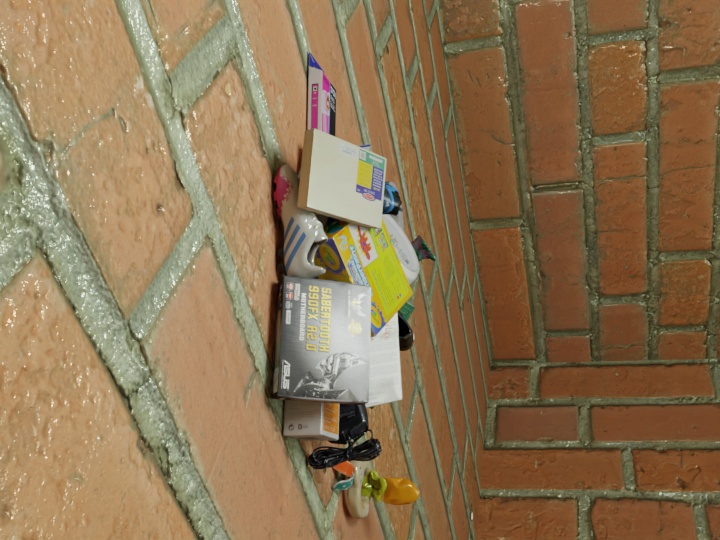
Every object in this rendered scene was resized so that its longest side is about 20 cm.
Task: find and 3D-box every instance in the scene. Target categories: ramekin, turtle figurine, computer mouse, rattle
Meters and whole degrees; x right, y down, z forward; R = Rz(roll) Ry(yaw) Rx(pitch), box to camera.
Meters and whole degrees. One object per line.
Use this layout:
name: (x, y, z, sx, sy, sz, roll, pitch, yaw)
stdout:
ramekin: (0.036, -0.036, 1.625, 0.200, 0.105, 0.201, 48, 21, -25)
turtle figurine: (0.079, 0.004, 1.829, 0.101, 0.200, 0.150, 53, 3, 9)
computer mouse: (-0.037, 0.265, 1.447, 0.053, 0.137, 0.201, 60, 18, -63)
rattle: (0.030, 0.443, 1.605, 0.131, 0.142, 0.201, -60, 154, -31)

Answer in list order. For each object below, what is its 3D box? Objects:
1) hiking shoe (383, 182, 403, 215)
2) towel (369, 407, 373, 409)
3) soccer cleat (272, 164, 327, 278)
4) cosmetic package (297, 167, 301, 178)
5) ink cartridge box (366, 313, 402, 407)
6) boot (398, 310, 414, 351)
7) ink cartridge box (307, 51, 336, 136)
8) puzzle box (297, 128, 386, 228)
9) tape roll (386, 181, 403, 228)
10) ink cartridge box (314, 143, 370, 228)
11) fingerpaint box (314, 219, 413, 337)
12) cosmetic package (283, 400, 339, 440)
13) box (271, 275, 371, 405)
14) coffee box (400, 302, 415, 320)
hiking shoe: (0.035, -0.150, 1.574, 0.200, 0.086, 0.075, -93, -153, -70)
towel: (0.051, 0.268, 1.738, 0.018, 0.086, 0.200, 48, -2, 4)
soccer cleat: (-0.098, -0.082, 1.331, 0.070, 0.086, 0.202, 3, 82, -74)
cosmetic package: (-0.054, -0.190, 1.526, 0.083, 0.050, 0.200, -64, 163, 3)
ink cartridge box: (0.003, 0.172, 1.551, 0.160, 0.050, 0.202, -6, 92, -31)
boot: (0.051, 0.082, 1.688, 0.200, 0.075, 0.097, 49, -9, 10)
ink cartridge box: (-0.077, -0.327, 1.559, 0.095, 0.037, 0.202, 36, 50, -71)
puzzle box: (-0.028, -0.154, 1.354, 0.199, 0.025, 0.134, 14, 79, -49)
tape roll: (0.055, -0.117, 1.925, 0.200, 0.066, 0.202, -3, 90, -75)
ink cartridge box: (-0.043, -0.148, 1.466, 0.099, 0.039, 0.201, -24, 137, -64)
fingerpaint box: (0.000, 0.000, 1.447, 0.167, 0.073, 0.201, -44, 116, -49)
cosmetic package: (-0.082, 0.192, 1.365, 0.101, 0.071, 0.202, 45, 44, -67)
box: (-0.063, 0.118, 1.297, 0.048, 0.157, 0.202, 141, -46, -65)
coffee box: (0.065, 0.151, 1.839, 0.123, 0.044, 0.200, -59, 174, 18)
